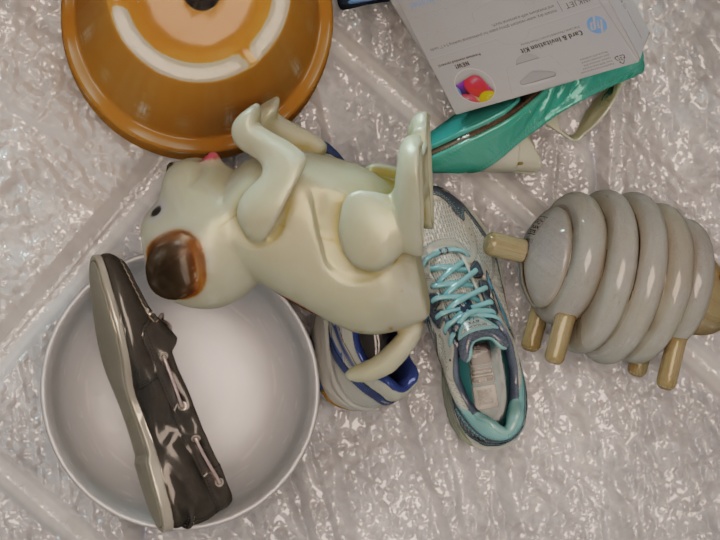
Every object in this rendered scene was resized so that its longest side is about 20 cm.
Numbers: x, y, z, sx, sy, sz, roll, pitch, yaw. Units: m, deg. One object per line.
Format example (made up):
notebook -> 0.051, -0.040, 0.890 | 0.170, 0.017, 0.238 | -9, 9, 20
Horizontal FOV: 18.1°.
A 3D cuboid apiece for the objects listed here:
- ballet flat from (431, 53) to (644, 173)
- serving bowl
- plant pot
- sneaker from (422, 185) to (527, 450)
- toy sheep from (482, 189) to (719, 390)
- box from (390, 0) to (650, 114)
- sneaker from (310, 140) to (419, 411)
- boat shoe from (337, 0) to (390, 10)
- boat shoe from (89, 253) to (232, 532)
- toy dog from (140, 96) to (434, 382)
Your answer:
ballet flat -> 0.129, -0.113, 1.658 | 0.199, 0.067, 0.071 | -36, 106, -2
serving bowl -> -0.131, 0.085, 1.631 | 0.198, 0.066, 0.202 | 0, 89, -5
plant pot -> -0.114, -0.183, 1.578 | 0.198, 0.183, 0.202 | 0, 89, -4
sneaker -> 0.082, 0.032, 1.638 | 0.077, 0.086, 0.201 | -20, 91, -5
toy sheep -> 0.180, 0.007, 1.626 | 0.199, 0.138, 0.139 | 13, 88, -22
box -> 0.089, -0.213, 1.563 | 0.155, 0.041, 0.201 | -14, 122, 33
sneaker -> 0.000, 0.000, 1.623 | 0.075, 0.088, 0.202 | -18, 96, -33
boat shoe -> 0.078, -0.213, 1.657 | 0.198, 0.084, 0.069 | 5, 96, 12
boat shoe -> -0.140, 0.081, 1.571 | 0.057, 0.067, 0.202 | -16, 95, -20
toy dog -> -0.051, -0.026, 1.544 | 0.198, 0.140, 0.195 | 1, 112, 6
